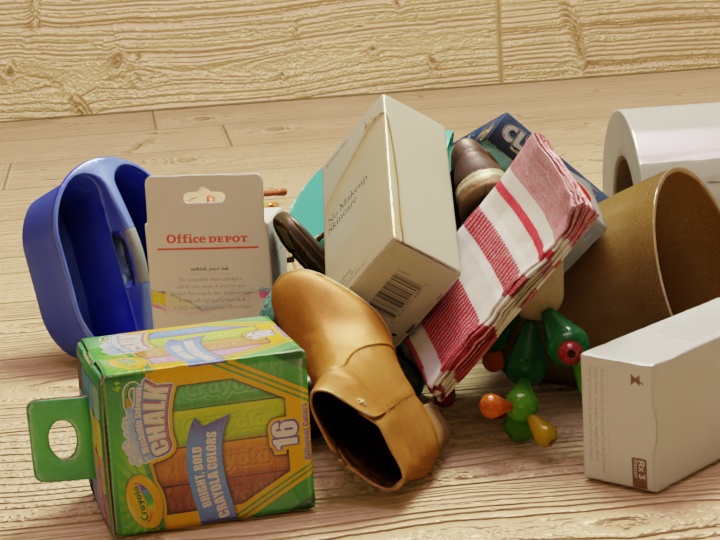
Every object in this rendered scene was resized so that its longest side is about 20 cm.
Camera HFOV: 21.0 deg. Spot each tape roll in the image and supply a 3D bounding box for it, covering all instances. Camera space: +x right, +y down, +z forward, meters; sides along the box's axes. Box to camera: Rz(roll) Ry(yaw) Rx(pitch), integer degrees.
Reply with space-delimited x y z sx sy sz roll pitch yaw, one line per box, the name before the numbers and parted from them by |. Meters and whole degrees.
tape roll | 0.329 -0.065 1.949 0.138 0.205 0.203 -4 13 -5

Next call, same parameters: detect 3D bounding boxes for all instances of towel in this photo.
towel | 0.102 -0.006 1.567 0.023 0.200 0.144 31 16 -26

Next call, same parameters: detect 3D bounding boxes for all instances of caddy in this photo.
caddy | -0.239 -0.008 1.884 0.141 0.202 0.105 -17 2 -39

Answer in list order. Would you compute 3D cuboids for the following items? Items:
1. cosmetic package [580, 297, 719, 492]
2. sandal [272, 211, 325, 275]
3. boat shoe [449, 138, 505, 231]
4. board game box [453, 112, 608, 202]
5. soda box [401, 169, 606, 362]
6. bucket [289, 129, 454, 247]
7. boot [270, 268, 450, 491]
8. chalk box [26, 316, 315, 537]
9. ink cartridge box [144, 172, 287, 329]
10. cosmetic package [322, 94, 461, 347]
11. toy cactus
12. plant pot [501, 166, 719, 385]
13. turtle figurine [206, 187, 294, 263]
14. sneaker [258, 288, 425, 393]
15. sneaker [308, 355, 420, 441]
cosmetic package | 0.253 0.092 1.504 0.074 0.103 0.199 8 16 42
sandal | 0.000 0.000 1.724 0.199 0.055 0.082 36 -6 -26
boat shoe | 0.113 -0.051 1.726 0.072 0.072 0.200 -26 -29 3
board game box | 0.157 -0.086 1.914 0.135 0.035 0.200 39 -11 -7
soda box | 0.115 -0.001 1.640 0.063 0.200 0.069 28 27 -28
bucket | 0.037 -0.041 1.864 0.206 0.135 0.208 -32 26 17
boot | -0.015 0.079 1.491 0.201 0.071 0.144 47 16 11
chalk box | -0.145 0.116 1.450 0.198 0.126 0.124 -8 13 -15
ink cartridge box | -0.126 0.008 1.744 0.115 0.202 0.068 -1 13 11
cosmetic package | 0.024 -0.043 1.646 0.073 0.104 0.201 26 33 -23
toy cactus | 0.126 0.053 1.562 0.101 0.167 0.200 11 -3 -27
plant pot | 0.208 0.027 1.686 0.199 0.188 0.186 -16 5 30
turtle figurine | -0.093 -0.003 1.873 0.064 0.163 0.200 0 13 16
sneaker | -0.008 0.060 1.662 0.091 0.078 0.199 22 -1 38
sneaker | -0.049 0.114 1.588 0.198 0.077 0.091 -7 25 -1
